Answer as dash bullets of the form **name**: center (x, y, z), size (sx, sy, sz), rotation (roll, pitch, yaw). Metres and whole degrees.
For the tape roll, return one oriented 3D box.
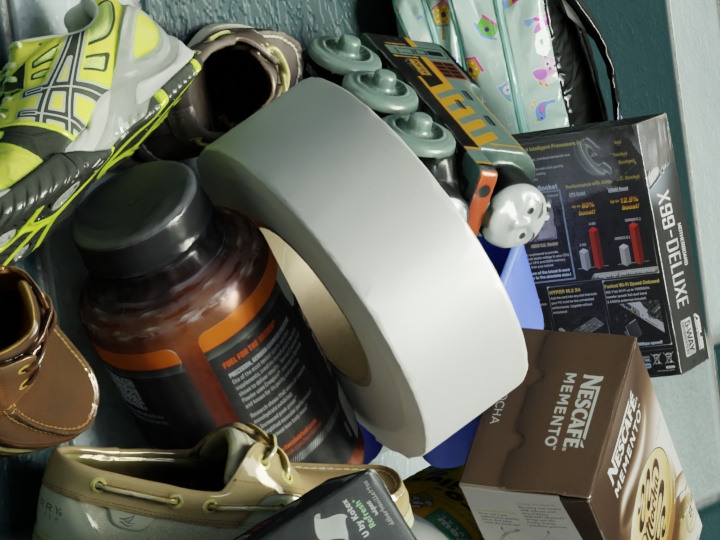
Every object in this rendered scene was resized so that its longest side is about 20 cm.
- **tape roll**: center (0.000, 0.000, 1.428), size (0.071, 0.202, 0.203), rotation (-36, 125, -15)

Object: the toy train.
- **toy train**: center (0.033, -0.076, 1.582), size (0.114, 0.200, 0.085), rotation (2, 118, -28)

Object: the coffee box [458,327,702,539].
- **coffee box**: center (0.131, 0.137, 1.569), size (0.200, 0.080, 0.113), rotation (65, 38, -48)

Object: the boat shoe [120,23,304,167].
- **boat shoe**: center (-0.075, -0.100, 1.508), size (0.200, 0.059, 0.072), rotation (-26, 107, -62)

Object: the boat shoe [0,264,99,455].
- **boat shoe**: center (-0.176, 0.034, 1.265), size (0.200, 0.068, 0.072), rotation (42, 47, -53)

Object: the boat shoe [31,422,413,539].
- **boat shoe**: center (-0.064, 0.112, 1.353), size (0.200, 0.074, 0.066), rotation (-4, 109, -25)

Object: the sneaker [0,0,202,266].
- **sneaker**: center (-0.161, -0.067, 1.339), size (0.076, 0.075, 0.200), rotation (42, 43, 0)

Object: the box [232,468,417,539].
- **box**: center (-0.059, 0.189, 1.257), size (0.106, 0.200, 0.122), rotation (57, -14, 1)

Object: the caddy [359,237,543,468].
- **caddy**: center (0.027, 0.026, 1.592), size (0.200, 0.141, 0.105), rotation (-68, 145, -45)

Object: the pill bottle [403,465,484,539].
- **pill bottle**: center (0.030, 0.184, 1.591), size (0.200, 0.113, 0.113), rotation (-20, 102, -62)

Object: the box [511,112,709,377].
- **box**: center (0.106, -0.007, 1.691), size (0.050, 0.200, 0.158), rotation (-22, 102, -59)

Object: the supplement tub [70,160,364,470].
- **supplement tub**: center (-0.078, 0.041, 1.416), size (0.200, 0.107, 0.107), rotation (65, 32, -34)

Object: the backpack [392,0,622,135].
- **backpack**: center (0.096, -0.126, 1.769), size (0.167, 0.126, 0.200), rotation (-107, 180, -64)
